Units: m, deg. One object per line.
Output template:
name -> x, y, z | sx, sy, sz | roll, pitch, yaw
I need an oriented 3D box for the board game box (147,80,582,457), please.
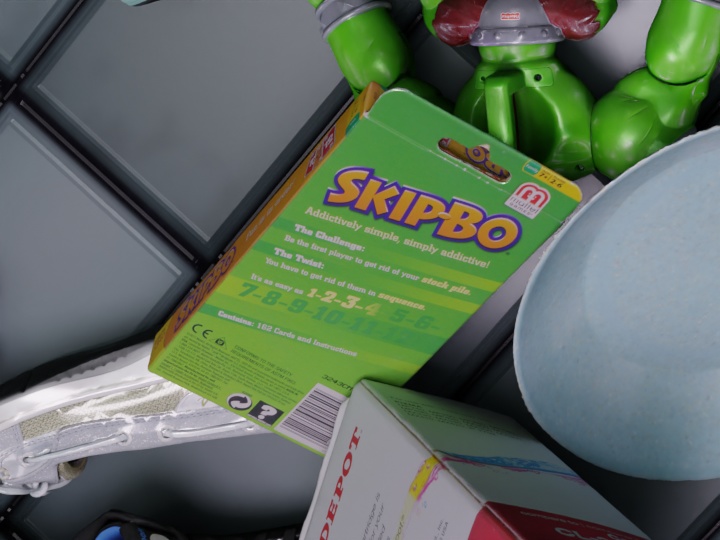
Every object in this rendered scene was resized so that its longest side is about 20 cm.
board game box -> 0.000, 0.000, 1.017 | 0.095, 0.030, 0.200 | 27, 134, -18

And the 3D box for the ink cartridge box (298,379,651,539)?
ink cartridge box -> 0.042, 0.146, 0.979 | 0.082, 0.200, 0.146 | 13, 101, -21

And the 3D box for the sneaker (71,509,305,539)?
sneaker -> -0.053, 0.141, 1.093 | 0.199, 0.112, 0.073 | -20, 52, 17

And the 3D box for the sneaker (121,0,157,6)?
sneaker -> -0.049, -0.214, 1.049 | 0.199, 0.078, 0.140 | -24, 95, 17

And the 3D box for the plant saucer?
plant saucer -> 0.156, 0.004, 1.023 | 0.200, 0.039, 0.202 | -8, 133, -9

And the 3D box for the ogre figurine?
ogre figurine -> 0.067, -0.093, 1.034 | 0.199, 0.098, 0.121 | -1, 90, 0

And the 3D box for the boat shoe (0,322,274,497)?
boat shoe -> -0.116, 0.070, 1.124 | 0.201, 0.074, 0.065 | -20, 96, 8
